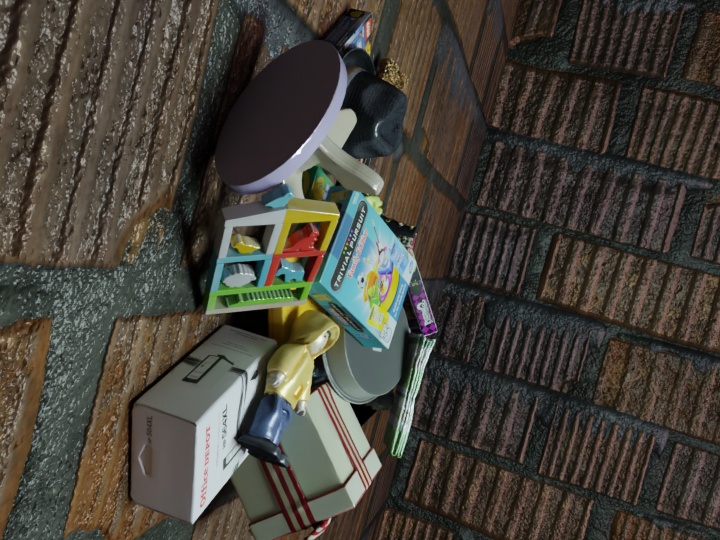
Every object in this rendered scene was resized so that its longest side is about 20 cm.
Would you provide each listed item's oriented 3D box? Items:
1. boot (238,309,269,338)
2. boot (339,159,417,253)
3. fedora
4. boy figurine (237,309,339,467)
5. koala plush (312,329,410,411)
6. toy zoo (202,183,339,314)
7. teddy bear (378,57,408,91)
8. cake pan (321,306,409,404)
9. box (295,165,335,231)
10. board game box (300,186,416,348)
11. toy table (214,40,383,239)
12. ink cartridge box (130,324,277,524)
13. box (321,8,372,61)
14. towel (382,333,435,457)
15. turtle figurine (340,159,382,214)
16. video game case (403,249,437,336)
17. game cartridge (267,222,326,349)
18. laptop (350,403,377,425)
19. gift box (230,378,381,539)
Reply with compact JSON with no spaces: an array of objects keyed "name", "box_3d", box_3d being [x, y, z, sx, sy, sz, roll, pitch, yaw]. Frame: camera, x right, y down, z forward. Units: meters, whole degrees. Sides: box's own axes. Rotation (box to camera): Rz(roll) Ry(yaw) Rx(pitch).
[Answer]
[{"name":"boot","box_3d":[-0.131,0.122,1.045,0.200,0.072,0.183,-18,124,-81]},{"name":"boot","box_3d":[0.031,-0.098,1.222,0.073,0.153,0.205,61,45,-77]},{"name":"fedora","box_3d":[0.012,-0.218,0.993,0.201,0.091,0.202,16,90,-75]},{"name":"boy figurine","box_3d":[-0.086,0.145,0.888,0.125,0.064,0.201,72,36,-53]},{"name":"koala plush","box_3d":[-0.019,0.154,1.214,0.184,0.199,0.178,56,52,-71]},{"name":"toy zoo","box_3d":[-0.102,-0.020,0.786,0.021,0.130,0.200,67,-31,32]},{"name":"teddy bear","box_3d":[0.040,-0.310,1.253,0.200,0.066,0.146,-67,175,-51]},{"name":"cake pan","box_3d":[0.015,0.108,1.088,0.200,0.037,0.202,7,82,-52]},{"name":"box","box_3d":[-0.087,-0.073,1.027,0.117,0.048,0.201,35,69,-75]},{"name":"board game box","box_3d":[0.000,0.000,0.989,0.200,0.047,0.152,47,54,-47]},{"name":"toy table","box_3d":[-0.068,-0.144,0.792,0.200,0.183,0.117,-52,144,-13]},{"name":"ink cartridge box","box_3d":[-0.184,0.179,0.843,0.200,0.084,0.147,-49,151,-61]},{"name":"box","box_3d":[-0.025,-0.274,1.062,0.201,0.040,0.137,91,21,-44]},{"name":"towel","box_3d":[0.080,0.207,1.177,0.149,0.031,0.201,114,-9,-85]},{"name":"turtle figurine","box_3d":[-0.026,-0.102,1.110,0.201,0.064,0.161,-62,-151,-1]},{"name":"video game case","box_3d":[0.069,0.040,1.337,0.200,0.036,0.182,159,-86,-71]},{"name":"game cartridge","box_3d":[-0.078,0.024,0.987,0.200,0.032,0.177,-47,144,-57]},{"name":"laptop","box_3d":[-0.022,0.264,1.339,0.187,0.200,0.116,-46,130,10]},{"name":"gift box","box_3d":[-0.093,0.290,1.037,0.188,0.199,0.184,63,20,4]}]
